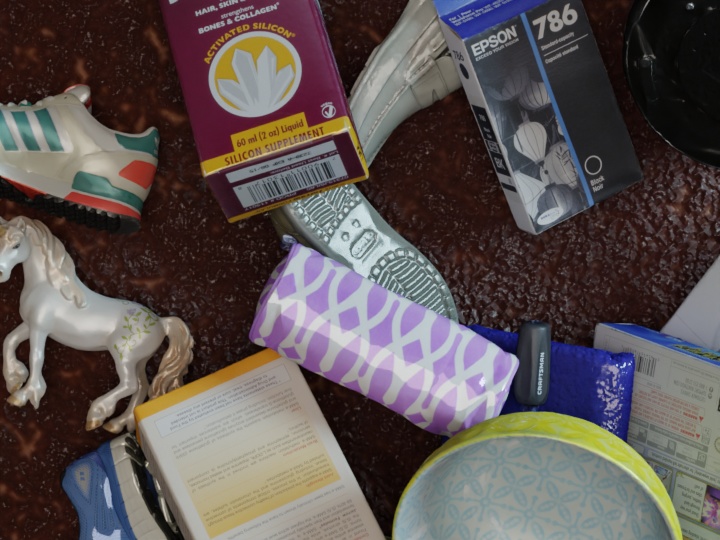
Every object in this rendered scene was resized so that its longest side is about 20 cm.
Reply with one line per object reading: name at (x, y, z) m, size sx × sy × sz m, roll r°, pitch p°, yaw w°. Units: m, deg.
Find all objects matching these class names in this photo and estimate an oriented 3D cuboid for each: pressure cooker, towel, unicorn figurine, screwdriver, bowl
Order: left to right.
unicorn figurine at (-0.218, 0.041, 1.662) m, size 0.199 × 0.074 × 0.138 m, roll 17°, pitch 94°, yaw -17°
screwdriver at (0.118, 0.135, 1.604) m, size 0.028 × 0.029 × 0.201 m, roll 8°, pitch 95°, yaw 30°
towel at (0.128, 0.147, 1.644) m, size 0.147 × 0.050 × 0.201 m, roll 11°, pitch 98°, yaw 29°
bowl at (0.130, 0.171, 1.540) m, size 0.199 × 0.108 × 0.201 m, roll 6°, pitch 118°, yaw 12°
pressure cooker at (0.288, -0.179, 1.574) m, size 0.178 × 0.200 × 0.176 m, roll -18°, pitch 110°, yaw 27°

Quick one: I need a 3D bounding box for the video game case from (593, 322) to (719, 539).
video game case at (0.235, 0.149, 1.591) m, size 0.045 × 0.200 × 0.182 m, roll 2°, pitch 102°, yaw -37°

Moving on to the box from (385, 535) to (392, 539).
box at (0.031, 0.298, 1.651) m, size 0.158 × 0.046 × 0.201 m, roll 1°, pitch 94°, yaw 26°

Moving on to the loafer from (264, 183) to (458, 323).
loafer at (0.000, 0.000, 1.657) m, size 0.075 × 0.070 × 0.200 m, roll -41°, pitch 104°, yaw -24°

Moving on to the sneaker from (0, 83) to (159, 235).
sneaker at (-0.244, -0.100, 1.657) m, size 0.199 × 0.070 × 0.094 m, roll 20°, pitch 76°, yaw 2°

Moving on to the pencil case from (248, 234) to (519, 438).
pencil case at (0.014, 0.057, 1.583) m, size 0.200 × 0.086 × 0.084 m, roll 28°, pitch 63°, yaw 1°

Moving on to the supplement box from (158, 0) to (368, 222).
supplement box at (-0.075, -0.151, 1.593) m, size 0.110 × 0.086 × 0.201 m, roll -17°, pitch 66°, yaw 3°

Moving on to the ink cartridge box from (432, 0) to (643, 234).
ink cartridge box at (0.128, -0.136, 1.618) m, size 0.099 × 0.039 × 0.200 m, roll -27°, pitch 107°, yaw -12°

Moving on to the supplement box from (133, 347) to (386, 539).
supplement box at (-0.068, 0.170, 1.602) m, size 0.126 × 0.074 × 0.200 m, roll -23°, pitch 72°, yaw -12°

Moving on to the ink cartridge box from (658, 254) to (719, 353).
ink cartridge box at (0.332, 0.052, 1.585) m, size 0.200 × 0.041 × 0.200 m, roll 44°, pitch 125°, yaw 18°

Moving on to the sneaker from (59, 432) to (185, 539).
sneaker at (-0.169, 0.225, 1.673) m, size 0.089 × 0.079 × 0.201 m, roll -19°, pitch 94°, yaw 20°

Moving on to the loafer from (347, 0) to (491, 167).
loafer at (0.048, -0.153, 1.637) m, size 0.070 × 0.070 × 0.200 m, roll 33°, pitch 93°, yaw 7°
